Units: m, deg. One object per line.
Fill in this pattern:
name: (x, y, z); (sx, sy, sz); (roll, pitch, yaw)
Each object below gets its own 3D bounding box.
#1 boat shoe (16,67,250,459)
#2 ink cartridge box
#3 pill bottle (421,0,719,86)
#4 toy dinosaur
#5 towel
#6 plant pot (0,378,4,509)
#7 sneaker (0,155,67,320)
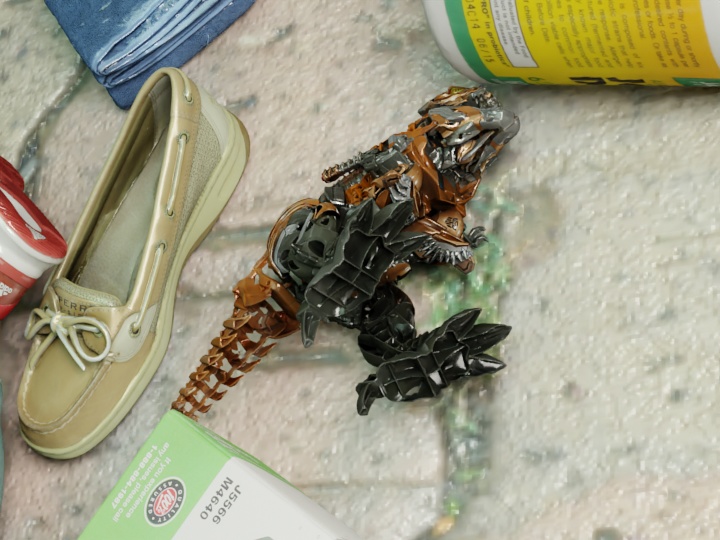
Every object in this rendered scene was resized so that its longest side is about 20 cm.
boat shoe: (-0.125, -0.004, 0.896); (0.073, 0.063, 0.201); (21, 78, 36)
ink cartridge box: (-0.039, 0.174, 0.744); (0.200, 0.084, 0.146); (31, 84, 37)
pill bottle: (0.136, -0.137, 0.782); (0.200, 0.113, 0.113); (4, 68, 31)
toy dinosaur: (0.000, 0.000, 0.821); (0.200, 0.102, 0.136); (-60, 29, 9)
towel: (-0.086, -0.188, 0.976); (0.200, 0.049, 0.112); (-41, 52, 6)
plant pot: (-0.261, 0.133, 0.845); (0.200, 0.200, 0.135); (-9, 89, 26)
sneaker: (-0.232, -0.015, 0.935); (0.116, 0.078, 0.200); (-50, 29, 1)
